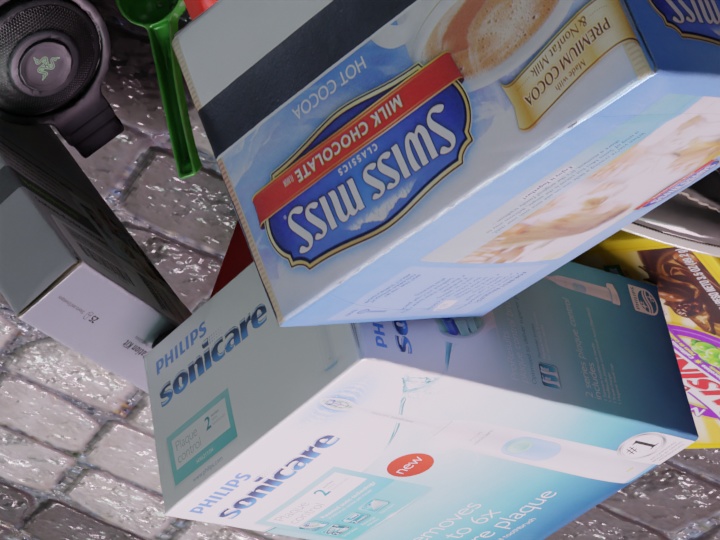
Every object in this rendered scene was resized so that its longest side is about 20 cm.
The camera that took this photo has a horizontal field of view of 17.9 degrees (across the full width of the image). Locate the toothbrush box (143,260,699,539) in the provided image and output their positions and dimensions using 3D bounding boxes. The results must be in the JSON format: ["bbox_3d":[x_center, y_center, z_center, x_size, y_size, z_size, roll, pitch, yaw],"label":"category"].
[{"bbox_3d":[0.026,0.056,1.021,0.200,0.085,0.146,17,139,-37],"label":"toothbrush box"}]

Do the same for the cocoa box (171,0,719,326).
[{"bbox_3d":[0.052,-0.078,0.870,0.200,0.132,0.133,-34,159,36],"label":"cocoa box"}]

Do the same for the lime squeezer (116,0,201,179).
[{"bbox_3d":[-0.111,-0.141,1.005,0.038,0.071,0.200,-13,109,36],"label":"lime squeezer"}]

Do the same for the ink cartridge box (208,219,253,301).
[{"bbox_3d":[-0.017,0.013,1.157,0.067,0.116,0.200,4,147,21],"label":"ink cartridge box"}]

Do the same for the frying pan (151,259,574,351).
[{"bbox_3d":[0.011,0.007,1.045,0.190,0.031,0.115,-29,138,20],"label":"frying pan"}]

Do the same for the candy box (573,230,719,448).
[{"bbox_3d":[0.160,0.030,1.115,0.102,0.026,0.200,-3,147,35],"label":"candy box"}]

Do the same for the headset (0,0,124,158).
[{"bbox_3d":[-0.174,-0.114,1.009,0.124,0.094,0.200,51,175,28],"label":"headset"}]

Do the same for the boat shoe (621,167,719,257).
[{"bbox_3d":[0.093,-0.066,0.993,0.200,0.067,0.057,25,112,10],"label":"boat shoe"}]

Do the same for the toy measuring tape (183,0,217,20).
[{"bbox_3d":[-0.039,-0.102,1.014,0.073,0.074,0.200,10,144,13],"label":"toy measuring tape"}]

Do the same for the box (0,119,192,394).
[{"bbox_3d":[-0.160,-0.039,1.063,0.200,0.041,0.156,52,-175,25],"label":"box"}]
